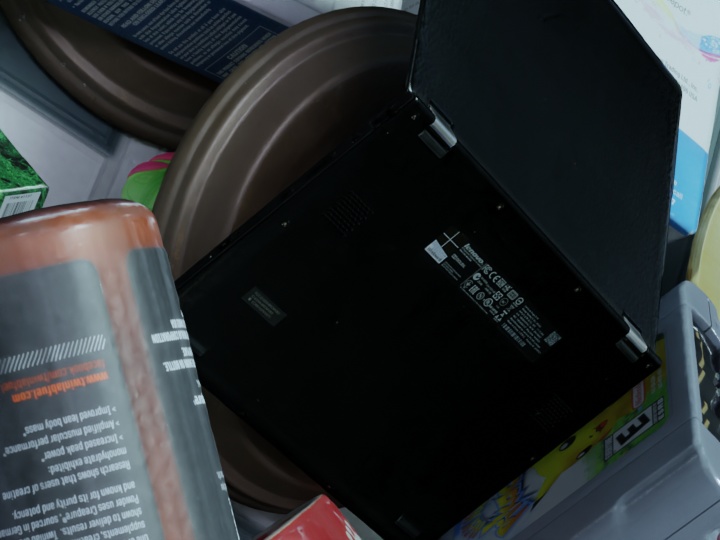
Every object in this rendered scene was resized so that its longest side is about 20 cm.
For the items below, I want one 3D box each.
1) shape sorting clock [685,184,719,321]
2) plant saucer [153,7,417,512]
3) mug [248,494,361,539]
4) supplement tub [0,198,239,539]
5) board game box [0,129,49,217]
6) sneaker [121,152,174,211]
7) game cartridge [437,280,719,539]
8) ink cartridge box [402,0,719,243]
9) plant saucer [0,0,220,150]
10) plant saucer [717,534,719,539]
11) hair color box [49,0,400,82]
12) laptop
[{"bbox_3d":[0.195,0.053,1.167,0.200,0.039,0.202,14,73,-53],"label":"shape sorting clock"},{"bbox_3d":[0.000,0.000,0.990,0.199,0.029,0.201,-16,114,-41],"label":"plant saucer"},{"bbox_3d":[0.016,0.182,0.929,0.201,0.177,0.133,55,21,3],"label":"mug"},{"bbox_3d":[-0.095,0.084,0.839,0.106,0.107,0.201,-11,85,-38],"label":"supplement tub"},{"bbox_3d":[-0.204,-0.079,0.903,0.104,0.024,0.200,-8,46,-45],"label":"board game box"},{"bbox_3d":[-0.021,-0.006,1.052,0.199,0.077,0.084,-3,104,-41],"label":"sneaker"},{"bbox_3d":[0.088,0.083,1.003,0.040,0.133,0.200,45,17,-10],"label":"game cartridge"},{"bbox_3d":[0.089,-0.121,1.153,0.144,0.084,0.201,33,56,-29],"label":"ink cartridge box"},{"bbox_3d":[-0.072,-0.146,1.090,0.199,0.029,0.201,14,64,-31],"label":"plant saucer"},{"bbox_3d":[0.123,0.162,1.007,0.050,0.201,0.202,11,61,-2],"label":"plant saucer"},{"bbox_3d":[-0.078,-0.147,1.019,0.199,0.060,0.101,25,58,-26],"label":"hair color box"},{"bbox_3d":[0.028,-0.027,0.972,0.187,0.200,0.116,44,11,-42],"label":"laptop"}]
